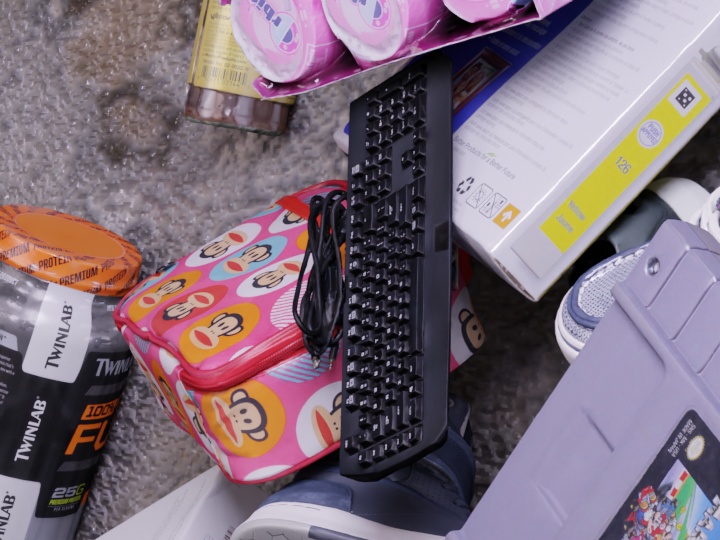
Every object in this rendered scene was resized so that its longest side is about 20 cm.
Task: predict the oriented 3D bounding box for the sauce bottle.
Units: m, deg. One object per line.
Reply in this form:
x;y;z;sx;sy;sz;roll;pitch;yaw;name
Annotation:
-0.052;-0.178;1.626;0.065;0.064;0.201;19;98;56;sauce bottle

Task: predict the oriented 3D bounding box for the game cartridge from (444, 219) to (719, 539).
0.102;0.096;1.110;0.201;0.038;0.130;-58;36;22;game cartridge

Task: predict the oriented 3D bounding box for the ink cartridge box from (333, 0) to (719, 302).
0.099;-0.096;1.345;0.200;0.047;0.198;-44;27;-3;ink cartridge box

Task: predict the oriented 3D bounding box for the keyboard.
0.000;0.000;1.301;0.104;0.039;0.201;-35;45;47;keyboard

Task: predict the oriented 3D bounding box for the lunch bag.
-0.021;0.022;1.450;0.082;0.175;0.200;65;167;-19;lunch bag

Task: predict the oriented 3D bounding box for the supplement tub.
-0.207;0.070;1.742;0.122;0.122;0.201;39;115;52;supplement tub

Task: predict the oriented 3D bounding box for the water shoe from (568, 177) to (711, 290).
0.150;0.037;1.247;0.200;0.079;0.072;-121;12;-53;water shoe

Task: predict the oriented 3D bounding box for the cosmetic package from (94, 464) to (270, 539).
-0.118;0.197;1.581;0.200;0.081;0.113;-35;22;50;cosmetic package

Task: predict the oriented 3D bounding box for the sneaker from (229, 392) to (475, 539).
0.056;0.126;1.382;0.201;0.146;0.077;19;122;16;sneaker

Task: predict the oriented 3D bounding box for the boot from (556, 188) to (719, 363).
0.161;-0.020;1.160;0.199;0.090;0.073;-17;44;18;boot

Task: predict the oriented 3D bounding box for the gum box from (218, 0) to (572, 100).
0.035;-0.145;1.339;0.199;0.113;0.066;-13;105;47;gum box
